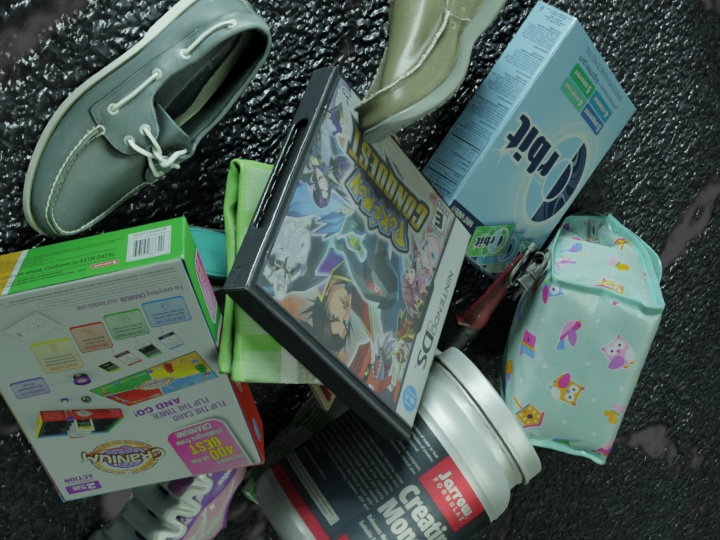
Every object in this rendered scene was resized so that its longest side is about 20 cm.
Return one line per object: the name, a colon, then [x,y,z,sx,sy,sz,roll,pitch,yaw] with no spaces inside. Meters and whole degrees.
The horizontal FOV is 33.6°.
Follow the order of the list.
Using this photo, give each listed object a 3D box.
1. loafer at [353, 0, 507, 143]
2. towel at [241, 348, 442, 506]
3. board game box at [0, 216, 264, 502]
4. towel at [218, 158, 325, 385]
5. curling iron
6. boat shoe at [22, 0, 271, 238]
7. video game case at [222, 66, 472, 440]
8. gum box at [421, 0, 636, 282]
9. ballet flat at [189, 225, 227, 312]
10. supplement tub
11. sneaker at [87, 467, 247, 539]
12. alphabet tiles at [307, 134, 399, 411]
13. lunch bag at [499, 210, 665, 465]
loafer: [0.039,-0.164,0.839,0.070,0.075,0.200,47,46,-19]
towel: [0.012,0.152,1.033,0.152,0.023,0.200,39,87,-17]
board game box: [-0.161,0.066,0.797,0.152,0.040,0.201,-11,131,3]
towel: [-0.027,0.008,0.841,0.199,0.031,0.150,9,79,-53]
curling iron: [0.096,0.045,1.046,0.200,0.026,0.050,-48,-179,34]
boat shoe: [-0.133,-0.095,0.756,0.200,0.062,0.073,-49,139,-7]
video game case: [0.001,-0.008,0.834,0.200,0.025,0.182,47,52,-40]
gum box: [0.139,-0.098,1.012,0.201,0.044,0.170,-55,146,1]
ballet flat: [-0.089,0.004,0.870,0.064,0.068,0.199,-34,158,27]
supplement tub: [0.030,0.169,0.957,0.199,0.140,0.141,-36,136,-6]
sneaker: [-0.152,0.207,0.933,0.201,0.080,0.088,-59,146,4]
alphabet tiles: [0.000,0.000,0.926,0.201,0.008,0.168,-61,146,-31]
lunch bag: [0.199,0.051,1.094,0.200,0.121,0.171,-71,176,-67]
